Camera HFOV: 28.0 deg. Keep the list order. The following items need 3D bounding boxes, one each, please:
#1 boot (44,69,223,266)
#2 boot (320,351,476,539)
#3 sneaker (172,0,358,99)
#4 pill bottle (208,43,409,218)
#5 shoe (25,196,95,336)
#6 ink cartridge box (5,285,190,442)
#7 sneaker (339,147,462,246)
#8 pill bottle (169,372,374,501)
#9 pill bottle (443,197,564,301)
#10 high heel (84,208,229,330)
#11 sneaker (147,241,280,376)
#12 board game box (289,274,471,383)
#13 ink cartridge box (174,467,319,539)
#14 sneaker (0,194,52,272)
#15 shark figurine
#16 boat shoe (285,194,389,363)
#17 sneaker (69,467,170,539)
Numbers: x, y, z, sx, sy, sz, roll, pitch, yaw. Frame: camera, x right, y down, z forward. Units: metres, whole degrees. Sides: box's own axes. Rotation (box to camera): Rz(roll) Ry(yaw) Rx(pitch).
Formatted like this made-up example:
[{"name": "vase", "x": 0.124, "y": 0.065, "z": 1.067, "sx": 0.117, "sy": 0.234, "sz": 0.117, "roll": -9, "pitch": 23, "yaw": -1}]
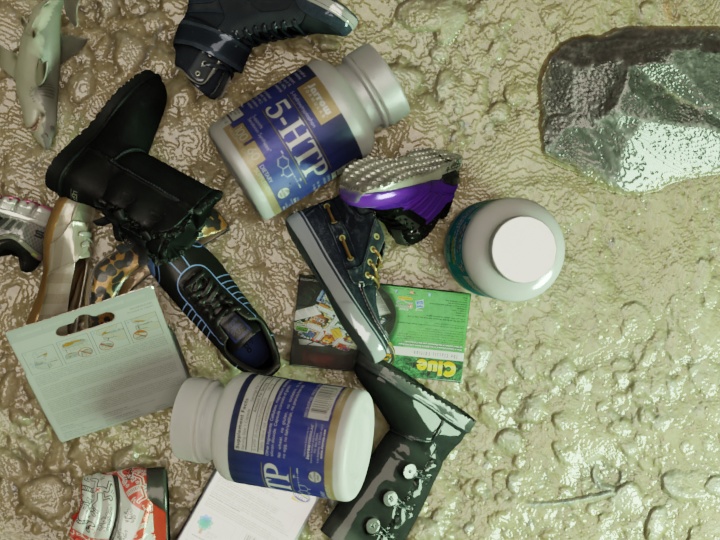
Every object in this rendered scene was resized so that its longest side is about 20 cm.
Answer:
[{"name": "boot", "x": -0.221, "y": -0.109, "z": 1.548, "sx": 0.162, "sy": 0.074, "sz": 0.199, "roll": 31, "pitch": 58, "yaw": 10}, {"name": "boot", "x": 0.014, "y": 0.213, "z": 1.615, "sx": 0.164, "sy": 0.066, "sz": 0.201, "roll": 33, "pitch": 92, "yaw": -17}, {"name": "sneaker", "x": -0.111, "y": -0.247, "z": 1.576, "sx": 0.201, "sy": 0.077, "sz": 0.147, "roll": 19, "pitch": 83, "yaw": 22}, {"name": "pill bottle", "x": -0.053, "y": -0.157, "z": 1.578, "sx": 0.199, "sy": 0.120, "sz": 0.120, "roll": -33, "pitch": 94, "yaw": -4}, {"name": "shoe", "x": -0.318, "y": -0.001, "z": 1.584, "sx": 0.053, "sy": 0.070, "sz": 0.201, "roll": 18, "pitch": 98, "yaw": 13}, {"name": "ink cartridge box", "x": -0.277, "y": 0.090, "z": 1.542, "sx": 0.161, "sy": 0.050, "sz": 0.201, "roll": -18, "pitch": 137, "yaw": -5}, {"name": "sneaker", "x": 0.046, "y": -0.072, "z": 1.577, "sx": 0.069, "sy": 0.200, "sz": 0.100, "roll": 20, "pitch": 112, "yaw": 32}, {"name": "pill bottle", "x": -0.094, "y": 0.172, "z": 1.540, "sx": 0.199, "sy": 0.120, "sz": 0.121, "roll": 7, "pitch": 90, "yaw": 15}, {"name": "pill bottle", "x": 0.157, "y": -0.023, "z": 1.568, "sx": 0.110, "sy": 0.200, "sz": 0.112, "roll": 0, "pitch": 91, "yaw": -6}, {"name": "high heel", "x": -0.226, "y": 0.014, "z": 1.595, "sx": 0.142, "sy": 0.071, "sz": 0.201, "roll": 10, "pitch": 85, "yaw": -5}, {"name": "sneaker", "x": -0.154, "y": 0.037, "z": 1.572, "sx": 0.070, "sy": 0.078, "sz": 0.200, "roll": -44, "pitch": 115, "yaw": -8}, {"name": "board game box", "x": 0.022, "y": 0.066, "z": 1.645, "sx": 0.199, "sy": 0.023, "sz": 0.106, "roll": 7, "pitch": 90, "yaw": -6}, {"name": "ink cartridge box", "x": -0.113, "y": 0.254, "z": 1.625, "sx": 0.119, "sy": 0.042, "sz": 0.201, "roll": 30, "pitch": 88, "yaw": -5}, {"name": "sneaker", "x": -0.430, "y": -0.044, "z": 1.571, "sx": 0.199, "sy": 0.074, "sz": 0.088, "roll": 11, "pitch": 84, "yaw": -11}, {"name": "shark figurine", "x": -0.323, "y": -0.253, "z": 1.567, "sx": 0.089, "sy": 0.215, "sz": 0.128, "roll": -15, "pitch": 58, "yaw": -41}, {"name": "boat shoe", "x": 0.000, "y": 0.000, "z": 1.589, "sx": 0.091, "sy": 0.071, "sz": 0.201, "roll": -28, "pitch": 67, "yaw": -8}, {"name": "sneaker", "x": -0.265, "y": 0.320, "z": 1.601, "sx": 0.107, "sy": 0.067, "sz": 0.203, "roll": -2, "pitch": 88, "yaw": -5}]
